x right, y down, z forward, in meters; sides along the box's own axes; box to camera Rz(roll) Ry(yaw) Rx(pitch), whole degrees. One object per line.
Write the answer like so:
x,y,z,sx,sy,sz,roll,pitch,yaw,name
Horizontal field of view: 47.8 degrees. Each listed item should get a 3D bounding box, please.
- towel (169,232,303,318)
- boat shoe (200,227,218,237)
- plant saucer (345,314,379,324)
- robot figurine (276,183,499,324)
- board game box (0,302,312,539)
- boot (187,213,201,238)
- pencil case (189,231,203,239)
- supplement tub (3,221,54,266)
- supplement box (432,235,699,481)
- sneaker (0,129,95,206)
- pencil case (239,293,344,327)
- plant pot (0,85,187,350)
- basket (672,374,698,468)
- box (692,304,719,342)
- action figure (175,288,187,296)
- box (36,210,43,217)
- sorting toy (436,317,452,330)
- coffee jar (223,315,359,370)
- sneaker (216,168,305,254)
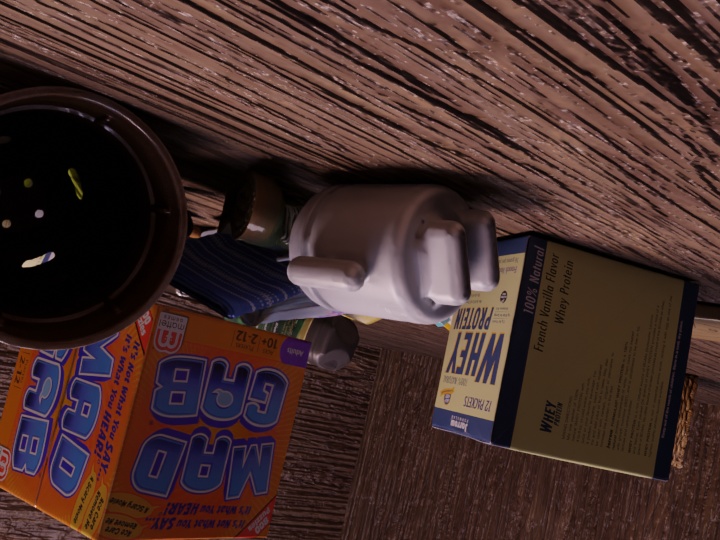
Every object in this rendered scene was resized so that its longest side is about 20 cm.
-0.108,-0.012,0.838,0.145,0.024,0.200,26,-149,32,towel
-0.138,-0.037,1.025,0.065,0.074,0.200,-17,-166,-31,boat shoe
-0.057,0.032,1.258,0.200,0.049,0.200,24,175,-12,plant saucer
0.019,-0.016,0.687,0.200,0.113,0.169,6,-165,43,robot figurine
-0.204,0.135,0.800,0.200,0.200,0.200,7,171,40,board game box
-0.254,-0.057,1.013,0.188,0.069,0.200,10,173,17,boot
-0.194,-0.003,1.162,0.200,0.092,0.085,20,147,35,pencil case
-0.544,-0.062,1.157,0.145,0.145,0.200,8,171,34,supplement tub
0.204,0.088,0.825,0.199,0.200,0.134,14,172,-17,supplement box
-0.353,-0.101,0.823,0.200,0.076,0.105,16,172,-32,sneaker
-0.044,0.016,0.925,0.200,0.083,0.091,-3,-138,-25,pencil case
-0.279,-0.050,0.695,0.200,0.201,0.198,18,178,-34,plant pot
0.687,0.324,1.770,0.149,0.200,0.143,16,170,-11,basket
0.401,0.062,0.981,0.200,0.021,0.163,9,172,27,box
-0.269,0.006,1.385,0.200,0.102,0.119,16,-177,-36,action figure
-0.329,-0.044,1.034,0.156,0.041,0.200,22,-179,-16,box
0.133,0.039,1.077,0.200,0.107,0.180,21,-172,-46,sorting toy
-0.104,0.084,1.239,0.200,0.085,0.104,19,175,31,coffee jar
-0.079,-0.052,0.786,0.090,0.067,0.200,14,178,-18,sneaker
